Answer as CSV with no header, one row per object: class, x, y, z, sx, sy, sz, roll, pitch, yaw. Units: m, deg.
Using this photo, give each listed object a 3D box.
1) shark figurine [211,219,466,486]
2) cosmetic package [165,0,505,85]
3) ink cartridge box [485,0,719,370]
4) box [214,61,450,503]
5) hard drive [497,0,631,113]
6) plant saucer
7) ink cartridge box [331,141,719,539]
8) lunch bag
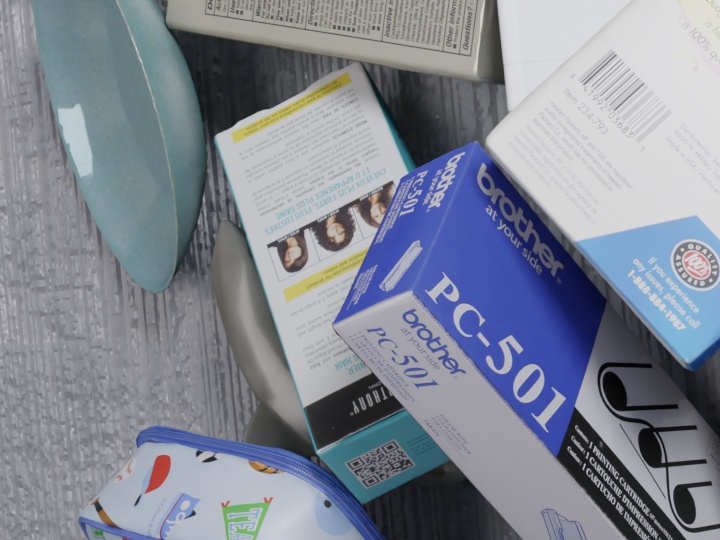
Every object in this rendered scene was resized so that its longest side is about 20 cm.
shark figurine,-0.007,0.075,0.904,0.214,0.089,0.128,25,124,33
cosmetic package,0.005,-0.149,0.889,0.200,0.071,0.105,17,103,40
ink cartridge box,0.160,-0.071,0.718,0.200,0.067,0.116,-42,78,5
box,0.000,0.000,0.858,0.082,0.049,0.200,-27,49,8
hard drive,0.116,-0.170,0.776,0.132,0.027,0.200,-5,90,6
plant saucer,-0.120,-0.089,0.995,0.201,0.039,0.201,52,153,42
ink cartridge box,0.078,0.054,0.756,0.044,0.094,0.200,-25,117,37
lunch bag,-0.028,0.162,0.886,0.160,0.076,0.200,2,137,45
